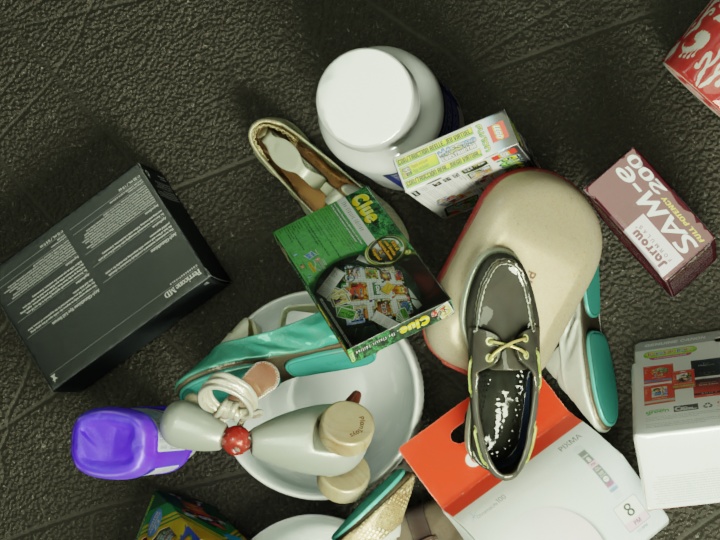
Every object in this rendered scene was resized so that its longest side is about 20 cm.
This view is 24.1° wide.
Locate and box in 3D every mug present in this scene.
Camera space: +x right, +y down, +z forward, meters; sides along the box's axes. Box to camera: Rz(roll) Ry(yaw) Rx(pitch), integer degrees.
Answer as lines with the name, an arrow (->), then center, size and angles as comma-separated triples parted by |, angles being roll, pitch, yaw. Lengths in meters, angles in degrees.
mug -> 0.397, -0.216, 1.536 | 0.178, 0.133, 0.200 | 45, 99, 14

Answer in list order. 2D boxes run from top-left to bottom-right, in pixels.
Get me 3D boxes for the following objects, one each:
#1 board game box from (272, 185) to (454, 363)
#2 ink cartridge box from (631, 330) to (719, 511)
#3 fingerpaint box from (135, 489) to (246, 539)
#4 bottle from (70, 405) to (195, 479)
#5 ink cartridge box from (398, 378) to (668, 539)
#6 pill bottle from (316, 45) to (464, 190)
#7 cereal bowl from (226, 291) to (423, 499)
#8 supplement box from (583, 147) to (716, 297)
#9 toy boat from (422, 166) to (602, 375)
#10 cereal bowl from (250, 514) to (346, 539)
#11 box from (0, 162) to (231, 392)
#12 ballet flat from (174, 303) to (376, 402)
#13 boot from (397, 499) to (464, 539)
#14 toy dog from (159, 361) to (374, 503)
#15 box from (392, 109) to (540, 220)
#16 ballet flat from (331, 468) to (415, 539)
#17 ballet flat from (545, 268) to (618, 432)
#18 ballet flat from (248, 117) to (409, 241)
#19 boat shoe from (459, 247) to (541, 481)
board game box -> 0.000, 0.000, 1.542 | 0.104, 0.024, 0.200 | -27, 40, -5
ink cartridge box -> 0.350, 0.126, 1.527 | 0.199, 0.176, 0.084 | -8, 115, 12
fingerpaint box -> -0.182, 0.331, 1.601 | 0.073, 0.167, 0.201 | 21, 92, -24
bottle -> -0.205, 0.162, 1.605 | 0.083, 0.200, 0.066 | 2, 86, 13
ink cartridge box -> 0.157, 0.196, 1.527 | 0.162, 0.057, 0.200 | -34, 85, -18
pill bottle -> 0.025, -0.145, 1.576 | 0.119, 0.200, 0.120 | -1, 86, 12
cereal bowl -> -0.034, 0.119, 1.622 | 0.199, 0.083, 0.201 | -1, 86, 12
supplement box -> 0.264, -0.040, 1.514 | 0.061, 0.200, 0.109 | -42, 79, 7
toy boat -> 0.135, -0.002, 1.562 | 0.130, 0.131, 0.201 | 25, 99, -17
cereal bowl -> -0.033, 0.335, 1.601 | 0.199, 0.083, 0.201 | -8, 71, 23
box -> -0.253, 0.010, 1.690 | 0.200, 0.079, 0.141 | -35, 76, 8
ballet flat -> -0.078, 0.072, 1.566 | 0.199, 0.067, 0.071 | -15, 56, 11
boot -> 0.099, 0.235, 1.603 | 0.145, 0.070, 0.201 | -7, 77, 21
toy dog -> -0.071, 0.133, 1.532 | 0.199, 0.097, 0.132 | 26, 133, -14
box -> 0.103, -0.094, 1.554 | 0.110, 0.200, 0.035 | -23, 80, 9
ballet flat -> -0.015, 0.266, 1.534 | 0.200, 0.071, 0.065 | -40, 88, -2
ballet flat -> 0.200, 0.057, 1.597 | 0.069, 0.069, 0.201 | -9, 79, 12
ballet flat -> -0.038, -0.077, 1.655 | 0.200, 0.062, 0.068 | 40, 93, 12
boat shoe -> 0.127, 0.083, 1.478 | 0.071, 0.061, 0.202 | -3, 101, -10
